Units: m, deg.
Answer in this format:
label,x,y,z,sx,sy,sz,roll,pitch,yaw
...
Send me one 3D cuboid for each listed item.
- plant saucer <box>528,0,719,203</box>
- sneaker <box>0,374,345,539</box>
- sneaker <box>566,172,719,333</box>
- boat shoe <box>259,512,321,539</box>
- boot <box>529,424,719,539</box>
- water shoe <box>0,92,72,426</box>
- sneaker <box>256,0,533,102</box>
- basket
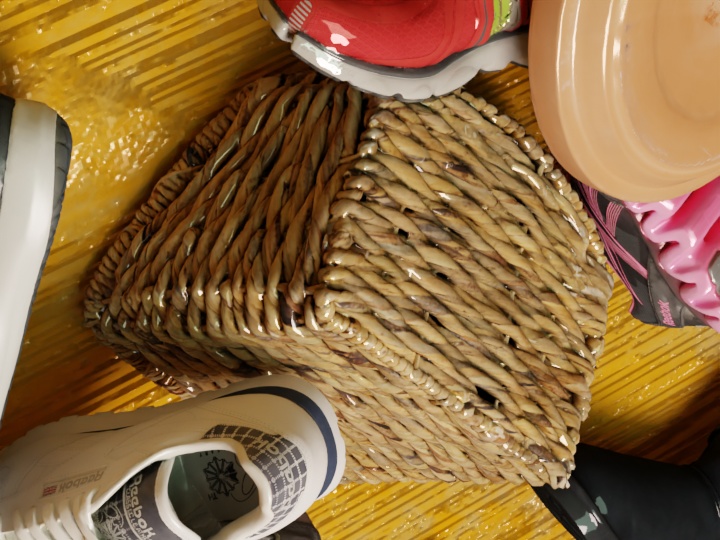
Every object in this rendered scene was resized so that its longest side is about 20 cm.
label,x,y,z,sx,sy,sz,roll,pitch,yaw
plant saucer,0.148,-0.120,0.805,0.200,0.032,0.201,-27,131,-35
sneaker,-0.105,0.099,0.788,0.199,0.081,0.077,-25,98,20
sneaker,0.120,-0.049,0.913,0.079,0.095,0.201,-41,109,-28
boat shoe,-0.108,0.149,0.874,0.199,0.065,0.074,-27,131,-19
boot,0.187,0.098,1.044,0.168,0.076,0.200,-45,140,0
water shoe,-0.171,0.018,0.765,0.078,0.072,0.201,15,111,-11
sneaker,0.043,-0.126,0.777,0.199,0.077,0.085,-16,143,-40
basket,0.000,0.000,0.866,0.200,0.148,0.144,36,60,-43
